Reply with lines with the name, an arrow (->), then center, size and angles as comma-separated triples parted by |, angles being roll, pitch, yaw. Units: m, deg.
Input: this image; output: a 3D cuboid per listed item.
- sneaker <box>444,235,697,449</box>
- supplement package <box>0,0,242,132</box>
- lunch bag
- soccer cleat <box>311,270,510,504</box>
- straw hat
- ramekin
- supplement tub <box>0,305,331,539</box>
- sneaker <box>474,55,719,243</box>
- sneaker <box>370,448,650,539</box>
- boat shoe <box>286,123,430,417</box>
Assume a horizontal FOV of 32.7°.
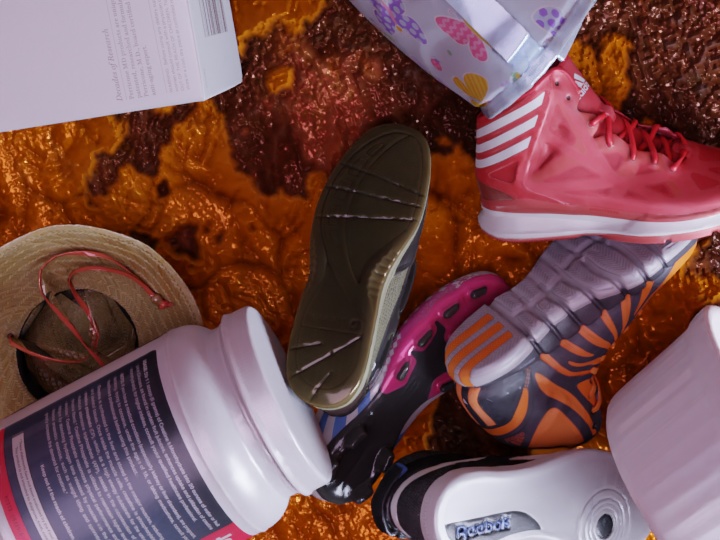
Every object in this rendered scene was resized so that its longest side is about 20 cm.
sneaker -> 0.155, 0.043, 0.843 | 0.199, 0.078, 0.113 | -34, 124, -3
supplement package -> -0.192, -0.160, 0.805 | 0.197, 0.117, 0.119 | -8, 104, 8
lunch bag -> 0.053, -0.185, 0.726 | 0.169, 0.200, 0.127 | 40, 106, -4
soccer cleat -> 0.022, 0.071, 0.865 | 0.200, 0.086, 0.070 | -48, 122, -6
straw hat -> -0.198, 0.048, 0.870 | 0.198, 0.085, 0.204 | -3, 113, -7
ramekin -> 0.248, 0.131, 0.788 | 0.097, 0.201, 0.201 | -40, 97, 22
supplement tub -> -0.132, 0.123, 0.787 | 0.198, 0.140, 0.142 | -27, 100, 4
sneaker -> 0.167, -0.084, 0.789 | 0.197, 0.079, 0.117 | -7, 116, 10
sneaker -> 0.098, 0.150, 0.834 | 0.198, 0.111, 0.074 | 7, 88, -33
boat shoe -> 0.001, 0.001, 0.828 | 0.071, 0.066, 0.204 | 12, 71, 13
